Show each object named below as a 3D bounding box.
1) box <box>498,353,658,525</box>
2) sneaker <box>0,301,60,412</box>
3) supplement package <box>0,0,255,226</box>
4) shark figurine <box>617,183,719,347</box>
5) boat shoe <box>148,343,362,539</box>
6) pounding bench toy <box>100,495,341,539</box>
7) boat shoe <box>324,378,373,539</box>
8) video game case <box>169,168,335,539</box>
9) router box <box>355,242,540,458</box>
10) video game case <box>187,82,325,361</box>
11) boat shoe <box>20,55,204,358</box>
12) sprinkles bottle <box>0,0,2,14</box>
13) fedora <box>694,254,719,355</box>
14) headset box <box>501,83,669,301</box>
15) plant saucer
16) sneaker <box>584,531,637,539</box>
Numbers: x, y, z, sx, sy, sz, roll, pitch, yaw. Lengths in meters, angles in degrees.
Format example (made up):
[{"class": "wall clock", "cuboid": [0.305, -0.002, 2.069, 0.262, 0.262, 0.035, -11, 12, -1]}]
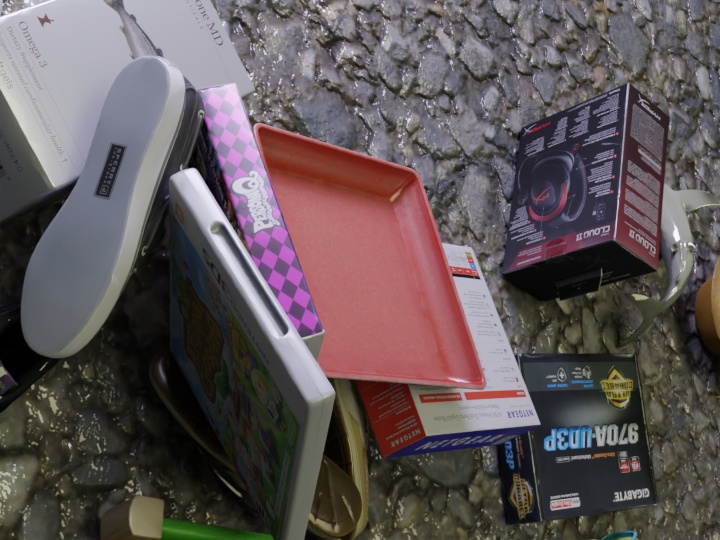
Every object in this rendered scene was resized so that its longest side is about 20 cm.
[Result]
[{"class": "box", "cuboid": [0.217, 0.166, 1.187, 0.198, 0.046, 0.162, 5, 75, -42]}, {"class": "sneaker", "cuboid": [-0.265, 0.076, 0.742, 0.200, 0.087, 0.076, -44, 108, -41]}, {"class": "supplement package", "cuboid": [-0.197, -0.129, 0.844, 0.199, 0.117, 0.118, -35, 100, -43]}, {"class": "shark figurine", "cuboid": [0.342, -0.016, 1.341, 0.126, 0.090, 0.217, 6, 62, -6]}, {"class": "boat shoe", "cuboid": [-0.090, 0.140, 0.900, 0.200, 0.065, 0.073, 44, 44, -1]}, {"class": "pounding bench toy", "cuboid": [-0.085, 0.238, 0.834, 0.155, 0.123, 0.203, -15, 88, -44]}, {"class": "boat shoe", "cuboid": [-0.018, 0.119, 0.965, 0.066, 0.073, 0.203, 0, 77, -47]}, {"class": "video game case", "cuboid": [-0.079, 0.064, 0.767, 0.022, 0.201, 0.183, -22, 60, -23]}, {"class": "router box", "cuboid": [0.061, 0.063, 1.016, 0.199, 0.049, 0.182, 7, 58, -54]}, {"class": "video game case", "cuboid": [-0.081, 0.003, 0.836, 0.035, 0.182, 0.202, -13, 63, -17]}, {"class": "boat shoe", "cuboid": [-0.154, -0.036, 0.761, 0.066, 0.069, 0.203, 28, 78, -61]}, {"class": "sprinkles bottle", "cuboid": [-0.337, -0.189, 0.765, 0.198, 0.068, 0.069, -2, 79, -43]}, {"class": "fedora", "cuboid": [0.467, 0.050, 1.428, 0.198, 0.081, 0.204, 10, 74, -35]}, {"class": "headset box", "cuboid": [0.228, -0.067, 1.195, 0.075, 0.148, 0.203, 29, 59, -33]}, {"class": "plant saucer", "cuboid": [0.000, 0.000, 0.900, 0.198, 0.037, 0.202, 10, 56, -48]}, {"class": "sneaker", "cuboid": [0.278, 0.339, 1.172, 0.200, 0.079, 0.132, 41, 55, -27]}]
